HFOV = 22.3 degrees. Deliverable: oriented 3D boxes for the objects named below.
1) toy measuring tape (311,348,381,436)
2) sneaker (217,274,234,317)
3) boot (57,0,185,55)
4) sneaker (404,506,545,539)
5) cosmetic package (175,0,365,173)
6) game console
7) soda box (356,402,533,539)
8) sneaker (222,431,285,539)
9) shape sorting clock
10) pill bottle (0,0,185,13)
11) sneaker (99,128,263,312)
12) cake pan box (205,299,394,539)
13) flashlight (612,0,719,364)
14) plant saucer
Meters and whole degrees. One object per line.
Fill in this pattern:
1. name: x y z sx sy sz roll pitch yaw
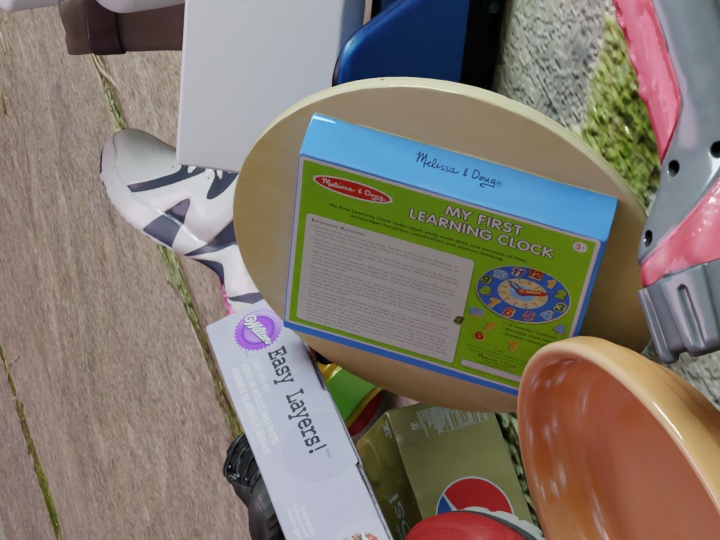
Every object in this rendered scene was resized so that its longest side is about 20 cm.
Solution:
1. toy measuring tape: -0.011 0.079 1.126 0.200 0.073 0.074 -163 62 -71
2. sneaker: -0.077 -0.036 1.257 0.095 0.078 0.201 -125 29 -70
3. boot: -0.115 -0.162 1.144 0.070 0.145 0.201 86 167 -64
4. sneaker: 0.074 0.182 0.881 0.200 0.085 0.077 47 113 43
5. cosmetic package: -0.040 -0.157 0.918 0.108 0.084 0.201 -75 -9 -59
6. game console: 0.003 -0.086 0.928 0.171 0.118 0.201 -123 28 -42
7. soda box: 0.064 0.171 1.002 0.068 0.064 0.201 127 127 -64
8. sneaker: -0.052 0.137 1.156 0.091 0.076 0.200 40 176 10
9. shape sorting clock: 0.038 -0.008 0.823 0.200 0.199 0.039 104 -174 -52
10. pill bottle: -0.116 -0.210 1.048 0.114 0.199 0.115 167 90 -70
11. sneaker: -0.071 -0.061 1.124 0.199 0.079 0.130 44 117 32
12. cake pan box: -0.011 0.136 0.925 0.185 0.052 0.201 75 172 -50
13. flashlight: 0.117 -0.068 0.705 0.068 0.067 0.201 137 116 -71
14. plant saucer: 0.134 0.118 0.786 0.200 0.037 0.201 54 158 34
